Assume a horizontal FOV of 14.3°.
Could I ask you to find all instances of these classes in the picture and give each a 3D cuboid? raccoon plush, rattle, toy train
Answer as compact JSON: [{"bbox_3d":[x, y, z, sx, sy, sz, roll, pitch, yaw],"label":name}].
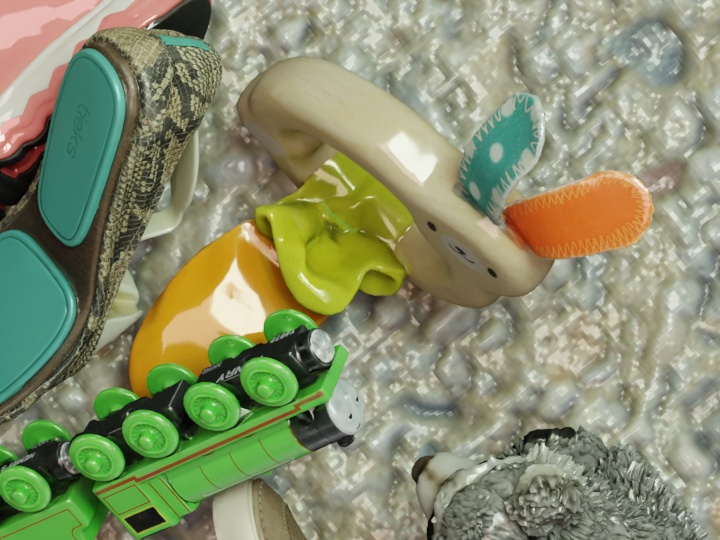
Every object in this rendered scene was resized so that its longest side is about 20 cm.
[{"bbox_3d":[0.110,0.121,1.099,0.200,0.134,0.097,17,91,1],"label":"raccoon plush"},{"bbox_3d":[0.000,0.000,1.060,0.143,0.200,0.130,-34,121,-20],"label":"rattle"},{"bbox_3d":[-0.080,0.071,1.106,0.200,0.042,0.056,-24,116,33],"label":"toy train"}]

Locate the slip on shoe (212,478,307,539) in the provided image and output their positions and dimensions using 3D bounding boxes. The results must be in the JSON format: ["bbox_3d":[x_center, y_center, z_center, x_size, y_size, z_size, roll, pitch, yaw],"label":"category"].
[{"bbox_3d":[0.010,0.163,1.132,0.061,0.076,0.200,-28,93,9],"label":"slip on shoe"}]

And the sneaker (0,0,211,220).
[{"bbox_3d":[-0.157,-0.074,1.147,0.200,0.074,0.087,-37,74,0],"label":"sneaker"}]

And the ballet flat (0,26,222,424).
[{"bbox_3d":[-0.105,-0.012,1.126,0.068,0.075,0.200,51,127,29],"label":"ballet flat"}]
